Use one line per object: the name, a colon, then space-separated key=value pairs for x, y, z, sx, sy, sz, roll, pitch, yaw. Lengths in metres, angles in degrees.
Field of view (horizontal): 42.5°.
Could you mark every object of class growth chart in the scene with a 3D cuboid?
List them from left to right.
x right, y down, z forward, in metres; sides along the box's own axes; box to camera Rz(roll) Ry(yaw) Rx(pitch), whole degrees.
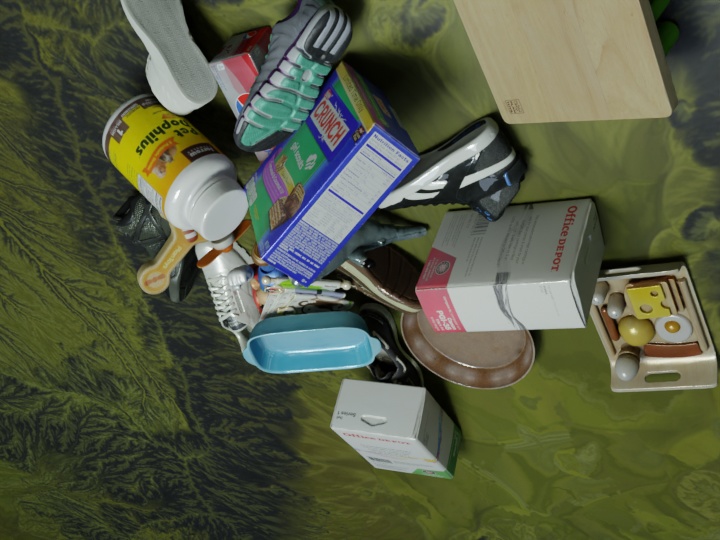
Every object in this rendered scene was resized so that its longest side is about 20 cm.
growth chart: x=-0.079 y=0.062 z=1.313 sx=0.142 sy=0.018 sz=0.201 roll=1 pitch=148 yaw=-12

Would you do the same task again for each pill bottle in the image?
pill bottle: x=-0.232 y=-0.129 z=1.178 sx=0.200 sy=0.109 sz=0.110 roll=42 pitch=144 yaw=24

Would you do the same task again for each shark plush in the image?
shark plush: x=-0.009 y=-0.024 z=1.204 sx=0.197 sy=0.084 sz=0.092 roll=-3 pitch=135 yaw=-29

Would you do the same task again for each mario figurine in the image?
mario figurine: x=-0.116 y=0.029 z=1.318 sx=0.123 sy=0.106 sz=0.201 roll=40 pitch=156 yaw=12

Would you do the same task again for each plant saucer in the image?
plant saucer: x=0.155 y=0.089 z=1.319 sx=0.197 sy=0.035 sz=0.202 roll=16 pitch=136 yaw=15

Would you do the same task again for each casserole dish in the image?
casserole dish: x=-0.068 y=0.100 z=1.310 sx=0.196 sy=0.039 sz=0.122 roll=-5 pitch=147 yaw=7

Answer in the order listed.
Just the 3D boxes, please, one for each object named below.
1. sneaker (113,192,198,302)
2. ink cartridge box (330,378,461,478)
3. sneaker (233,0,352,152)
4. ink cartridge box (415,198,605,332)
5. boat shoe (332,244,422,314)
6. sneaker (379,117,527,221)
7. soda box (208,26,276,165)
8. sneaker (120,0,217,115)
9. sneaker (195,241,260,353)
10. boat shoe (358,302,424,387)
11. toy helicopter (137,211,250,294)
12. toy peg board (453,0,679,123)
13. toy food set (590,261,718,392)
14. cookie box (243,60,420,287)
sneaker: x=-0.306 y=-0.045 z=1.402 sx=0.112 sy=0.077 sz=0.202 roll=15 pitch=134 yaw=16
ink cartridge box: x=0.059 y=0.248 z=1.445 sx=0.142 sy=0.085 sz=0.200 roll=3 pitch=153 yaw=25
sneaker: x=-0.086 y=-0.230 z=1.062 sx=0.074 sy=0.088 sz=0.200 roll=16 pitch=124 yaw=-45
ink cartridge box: x=0.185 y=-0.004 z=1.125 sx=0.197 sy=0.148 sz=0.083 roll=-4 pitch=132 yaw=31
boat shoe: x=0.003 y=-0.004 z=1.283 sx=0.201 sy=0.075 sz=0.075 roll=39 pitch=143 yaw=7
sneaker: x=0.114 y=-0.093 z=1.130 sx=0.199 sy=0.074 sz=0.112 roll=-27 pitch=115 yaw=41
soda box: x=-0.107 y=-0.193 z=1.151 sx=0.062 sy=0.071 sz=0.202 roll=-6 pitch=128 yaw=29
sneaker: x=-0.250 y=-0.285 z=1.132 sx=0.115 sy=0.073 sz=0.203 roll=-6 pitch=109 yaw=65
sneaker: x=-0.196 y=0.034 z=1.417 sx=0.075 sy=0.081 sz=0.202 roll=-7 pitch=126 yaw=35
boat shoe: x=0.041 y=0.141 z=1.410 sx=0.073 sy=0.061 sz=0.202 roll=-1 pitch=131 yaw=27
toy helicopter: x=-0.239 y=-0.046 z=1.308 sx=0.132 sy=0.079 sz=0.201 roll=34 pitch=98 yaw=-35
toy peg board: x=0.211 y=-0.260 z=0.918 sx=0.197 sy=0.098 sz=0.202 roll=6 pitch=136 yaw=45
toy food set: x=0.359 y=0.076 z=1.177 sx=0.142 sy=0.061 sz=0.201 roll=-7 pitch=128 yaw=33
cookie box: x=-0.040 y=-0.113 z=1.061 sx=0.075 sy=0.172 sz=0.200 roll=31 pitch=111 yaw=-31
